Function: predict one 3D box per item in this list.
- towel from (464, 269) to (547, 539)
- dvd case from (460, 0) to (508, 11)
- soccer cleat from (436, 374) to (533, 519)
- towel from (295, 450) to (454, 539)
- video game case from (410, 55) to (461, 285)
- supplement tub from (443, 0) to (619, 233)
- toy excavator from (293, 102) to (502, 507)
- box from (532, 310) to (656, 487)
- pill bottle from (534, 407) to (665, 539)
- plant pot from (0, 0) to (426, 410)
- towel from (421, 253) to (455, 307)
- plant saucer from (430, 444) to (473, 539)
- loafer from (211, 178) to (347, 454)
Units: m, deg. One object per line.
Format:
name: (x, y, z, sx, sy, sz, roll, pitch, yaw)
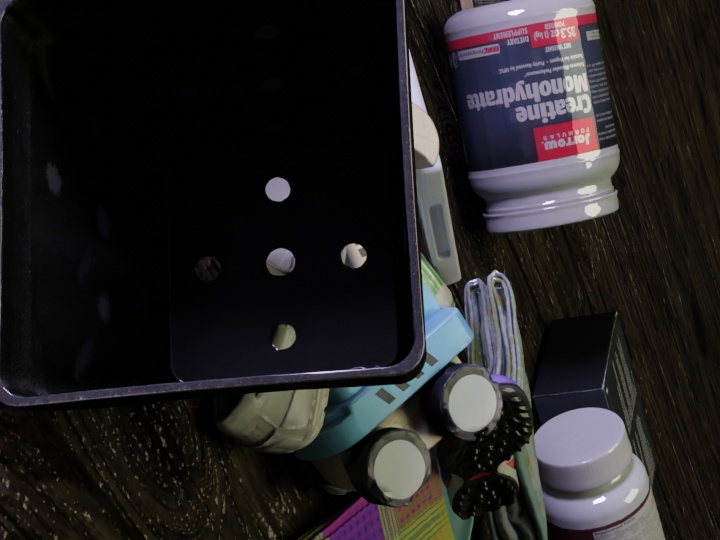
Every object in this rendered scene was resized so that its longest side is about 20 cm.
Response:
towel: (0.121, 0.125, 1.373, 0.172, 0.048, 0.201, -87, 168, -46)
dvd case: (0.136, -0.189, 1.638, 0.149, 0.016, 0.201, -28, 108, -70)
soccer cleat: (0.079, 0.109, 1.165, 0.200, 0.068, 0.074, 83, -10, -63)
towel: (0.012, 0.212, 1.093, 0.200, 0.023, 0.145, -31, 112, -54)
video game case: (0.035, -0.114, 1.209, 0.182, 0.024, 0.201, 72, 3, -65)
supplement tub: (0.158, -0.144, 1.502, 0.140, 0.139, 0.202, -25, 106, -69)
toy excavator: (0.008, 0.019, 1.041, 0.194, 0.100, 0.201, -40, 108, -22)
box: (0.243, 0.166, 1.700, 0.141, 0.078, 0.201, -70, 146, -57)
pill bottle: (0.232, 0.239, 1.597, 0.110, 0.109, 0.201, -65, 141, -55)
plant pot: (-0.060, -0.023, 0.836, 0.177, 0.198, 0.201, 57, 29, -73)
towel: (0.000, 0.000, 1.138, 0.200, 0.023, 0.153, 55, 32, -28)
plant saucer: (0.039, 0.126, 1.235, 0.200, 0.036, 0.202, -8, 90, -69)
loafer: (-0.052, 0.007, 0.987, 0.070, 0.070, 0.201, 23, 61, -43)
